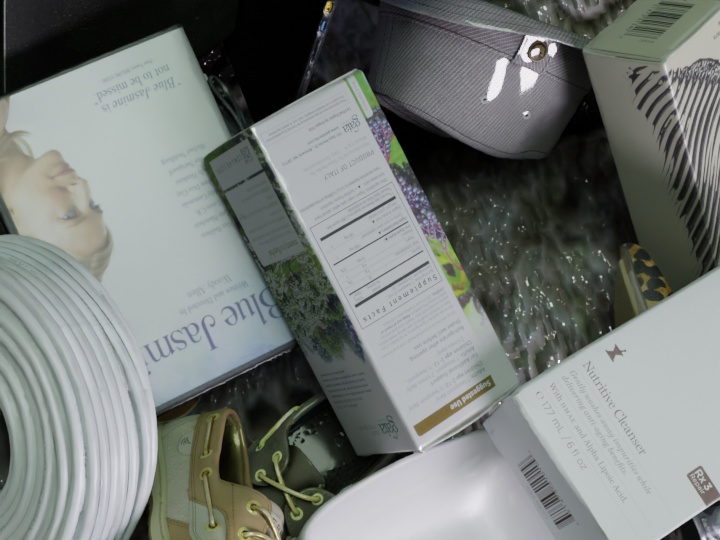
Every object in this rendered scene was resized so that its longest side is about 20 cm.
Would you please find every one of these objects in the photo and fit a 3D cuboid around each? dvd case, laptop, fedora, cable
[{"bbox_3d":[-0.125,-0.023,0.822,0.142,0.018,0.202,-26,94,-19],"label":"dvd case"},{"bbox_3d":[-0.001,-0.196,0.915,0.115,0.201,0.188,4,39,-24],"label":"laptop"},{"bbox_3d":[0.082,-0.127,0.955,0.199,0.176,0.091,11,100,-38],"label":"fedora"},{"bbox_3d":[-0.200,0.084,0.774,0.069,0.199,0.202,-9,73,-58],"label":"cable"}]

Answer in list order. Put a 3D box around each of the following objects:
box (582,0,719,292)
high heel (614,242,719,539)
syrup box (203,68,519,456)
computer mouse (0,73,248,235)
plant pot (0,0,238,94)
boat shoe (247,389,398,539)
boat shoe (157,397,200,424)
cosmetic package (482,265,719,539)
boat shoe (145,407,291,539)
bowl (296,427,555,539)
[{"bbox_3d":[0.211,-0.072,0.915,0.082,0.201,0.068,-42,36,-24],"label":"box"},{"bbox_3d":[0.246,0.065,0.926,0.141,0.071,0.202,-16,84,-12],"label":"high heel"},{"bbox_3d":[0.000,0.000,0.815,0.081,0.079,0.201,-31,96,-26],"label":"syrup box"},{"bbox_3d":[-0.147,-0.051,0.864,0.198,0.053,0.139,-19,59,-16],"label":"computer mouse"},{"bbox_3d":[-0.177,-0.222,0.902,0.176,0.201,0.200,-19,54,-27],"label":"plant pot"},{"bbox_3d":[-0.034,0.119,0.864,0.201,0.060,0.072,-39,78,-22],"label":"boat shoe"},{"bbox_3d":[-0.130,-0.006,0.902,0.074,0.062,0.202,-4,66,-9],"label":"boat shoe"},{"bbox_3d":[0.185,0.076,0.828,0.199,0.081,0.113,-31,79,-17],"label":"cosmetic package"},{"bbox_3d":[-0.072,0.141,0.767,0.066,0.074,0.201,-27,40,-1],"label":"boat shoe"},{"bbox_3d":[0.062,0.205,0.816,0.199,0.075,0.201,-18,70,-37],"label":"bowl"}]
